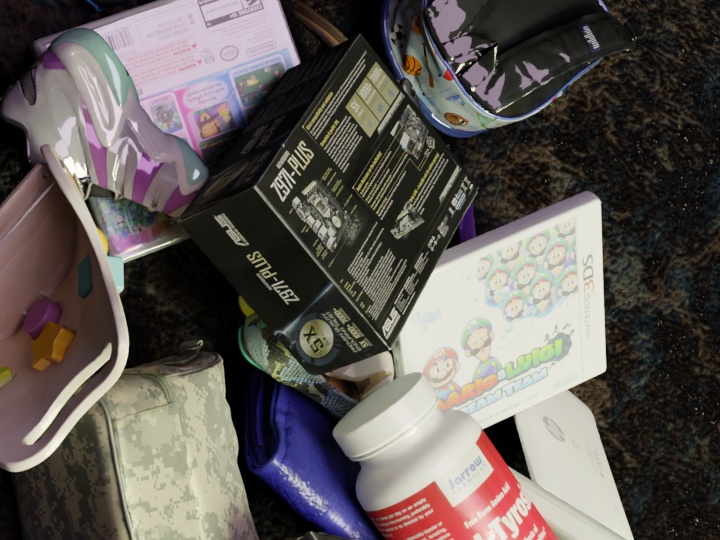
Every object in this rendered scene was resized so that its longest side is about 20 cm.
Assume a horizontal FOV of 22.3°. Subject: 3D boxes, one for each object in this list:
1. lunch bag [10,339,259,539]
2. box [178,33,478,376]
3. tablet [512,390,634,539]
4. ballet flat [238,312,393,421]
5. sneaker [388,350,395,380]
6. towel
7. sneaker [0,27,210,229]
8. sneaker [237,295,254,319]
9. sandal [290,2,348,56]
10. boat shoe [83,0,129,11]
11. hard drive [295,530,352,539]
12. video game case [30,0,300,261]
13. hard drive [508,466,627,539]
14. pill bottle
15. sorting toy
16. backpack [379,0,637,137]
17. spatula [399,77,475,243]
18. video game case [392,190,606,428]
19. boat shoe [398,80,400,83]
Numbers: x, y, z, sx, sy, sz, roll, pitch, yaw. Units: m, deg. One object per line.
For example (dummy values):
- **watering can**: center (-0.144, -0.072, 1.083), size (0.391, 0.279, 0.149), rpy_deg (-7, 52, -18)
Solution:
- **lunch bag**: center (-0.155, 0.165, 1.363), size (0.168, 0.139, 0.200), rpy_deg (-16, 97, -46)
- **box**: center (-0.019, -0.050, 1.376), size (0.164, 0.086, 0.200), rpy_deg (50, 43, -21)
- **tablet**: center (0.179, 0.153, 1.598), size (0.130, 0.014, 0.200), rpy_deg (36, 22, -26)
- **ballet flat**: center (-0.013, 0.078, 1.455), size (0.200, 0.074, 0.074), rpy_deg (29, 67, -50)
- **sneaker**: center (0.043, 0.034, 1.569), size (0.200, 0.075, 0.116), rpy_deg (18, 61, -32)
- **towel**: center (-0.020, 0.172, 1.470), size (0.200, 0.050, 0.148), rpy_deg (47, 24, -26)
- **sneaker**: center (-0.198, -0.065, 1.363), size (0.140, 0.078, 0.200), rpy_deg (-41, 97, -11)
- **sneaker**: center (0.000, 0.000, 1.477), size (0.200, 0.078, 0.066), rpy_deg (-3, 45, -25)
- **sandal**: center (-0.001, -0.135, 1.492), size (0.054, 0.080, 0.200), rpy_deg (-36, 86, 2)
- **boat shoe**: center (-0.152, -0.286, 1.459), size (0.084, 0.069, 0.200), rpy_deg (34, 66, -28)
- **hard drive**: center (-0.070, 0.275, 1.369), size (0.038, 0.200, 0.140), rpy_deg (53, 13, 28)
- **video game case**: center (-0.135, -0.123, 1.440), size (0.200, 0.024, 0.182), rpy_deg (-22, 98, -19)
- **hard drive**: center (0.153, 0.211, 1.519), size (0.200, 0.132, 0.026), rpy_deg (31, 74, 15)
- **pill bottle**: center (0.068, 0.183, 1.423), size (0.112, 0.112, 0.200), rpy_deg (-40, 100, -32)
- **sorting toy**: center (-0.225, 0.048, 1.265), size (0.200, 0.180, 0.107), rpy_deg (-47, 130, 7)
- **backpack**: center (0.107, -0.213, 1.585), size (0.200, 0.154, 0.190), rpy_deg (53, 52, -9)
- **spatula**: center (0.069, -0.082, 1.576), size (0.200, 0.021, 0.057), rpy_deg (63, 29, -33)
- **video game case**: center (0.116, 0.046, 1.513), size (0.200, 0.024, 0.182), rpy_deg (-23, 128, -21)
- **boat shoe**: center (-0.028, -0.084, 1.526), size (0.073, 0.063, 0.200), rpy_deg (40, 64, -25)
